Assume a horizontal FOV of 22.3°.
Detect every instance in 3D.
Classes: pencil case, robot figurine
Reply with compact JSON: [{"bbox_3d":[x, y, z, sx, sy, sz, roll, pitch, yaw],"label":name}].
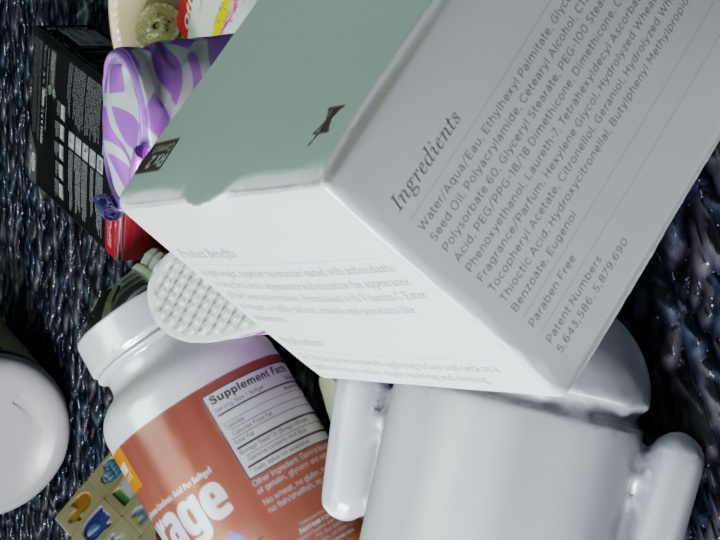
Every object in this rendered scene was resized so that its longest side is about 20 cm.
[{"bbox_3d":[-0.031,-0.075,0.892,0.086,0.199,0.084,-133,39,-57],"label":"pencil case"},{"bbox_3d":[0.062,0.090,0.803,0.113,0.169,0.201,21,-98,-75],"label":"robot figurine"}]

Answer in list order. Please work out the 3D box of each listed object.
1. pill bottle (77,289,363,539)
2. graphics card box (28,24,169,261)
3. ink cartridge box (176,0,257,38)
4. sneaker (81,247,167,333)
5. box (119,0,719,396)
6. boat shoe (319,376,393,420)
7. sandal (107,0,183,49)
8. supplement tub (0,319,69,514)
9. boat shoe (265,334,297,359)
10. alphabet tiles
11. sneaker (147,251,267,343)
[{"bbox_3d":[-0.075,0.107,1.037,0.201,0.112,0.112,58,146,9],"label":"pill bottle"},{"bbox_3d":[-0.191,-0.098,1.344,0.200,0.051,0.126,34,124,55],"label":"graphics card box"},{"bbox_3d":[-0.048,-0.156,1.045,0.200,0.067,0.117,57,142,42],"label":"ink cartridge box"},{"bbox_3d":[-0.129,0.048,1.186,0.074,0.087,0.200,54,170,-25],"label":"sneaker"},{"bbox_3d":[0.034,-0.068,0.742,0.201,0.131,0.199,-57,23,-17],"label":"box"},{"bbox_3d":[0.025,0.077,0.958,0.074,0.063,0.201,65,166,-2],"label":"boat shoe"},{"bbox_3d":[-0.106,-0.096,1.130,0.070,0.077,0.213,-115,15,-71],"label":"sandal"},{"bbox_3d":[-0.347,0.110,1.572,0.200,0.144,0.146,34,124,55],"label":"supplement tub"},{"bbox_3d":[-0.078,-0.030,1.068,0.200,0.072,0.068,53,143,-1],"label":"boat shoe"},{"bbox_3d":[-0.122,0.137,1.157,0.200,0.006,0.166,-50,32,-8],"label":"alphabet tiles"},{"bbox_3d":[0.000,-0.001,0.964,0.199,0.114,0.073,-2,89,24],"label":"sneaker"}]
